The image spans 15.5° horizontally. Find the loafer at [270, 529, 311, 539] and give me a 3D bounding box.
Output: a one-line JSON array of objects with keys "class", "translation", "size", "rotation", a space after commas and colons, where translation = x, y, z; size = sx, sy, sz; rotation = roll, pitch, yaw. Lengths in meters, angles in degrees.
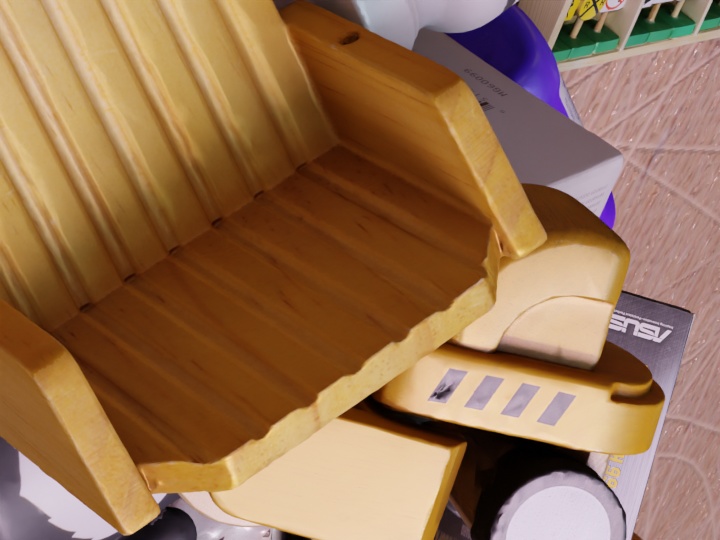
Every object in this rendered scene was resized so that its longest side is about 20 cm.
[{"class": "loafer", "translation": [-0.011, 0.094, 1.390], "size": [0.070, 0.070, 0.200], "rotation": [-36, 150, -37]}]

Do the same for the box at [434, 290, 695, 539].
[{"class": "box", "translation": [0.085, 0.084, 1.250], "size": [0.200, 0.048, 0.159], "rotation": [-175, -80, -78]}]

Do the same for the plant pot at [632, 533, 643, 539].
[{"class": "plant pot", "translation": [0.075, 0.256, 1.539], "size": [0.183, 0.200, 0.201], "rotation": [-7, 133, -28]}]

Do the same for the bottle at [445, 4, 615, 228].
[{"class": "bottle", "translation": [0.081, -0.053, 1.306], "size": [0.065, 0.084, 0.200], "rotation": [-34, 143, -2]}]

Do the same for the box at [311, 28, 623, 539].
[{"class": "box", "translation": [0.000, 0.000, 1.199], "size": [0.106, 0.152, 0.200], "rotation": [-23, 143, -51]}]

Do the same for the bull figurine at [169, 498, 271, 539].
[{"class": "bull figurine", "translation": [-0.112, 0.186, 1.353], "size": [0.200, 0.065, 0.121], "rotation": [-41, 137, 9]}]

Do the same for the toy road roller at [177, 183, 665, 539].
[{"class": "toy road roller", "translation": [0.023, 0.033, 1.045], "size": [0.199, 0.123, 0.146], "rotation": [13, 101, -16]}]

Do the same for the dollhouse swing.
[{"class": "dollhouse swing", "translation": [-0.072, -0.054, 0.964], "size": [0.200, 0.182, 0.176], "rotation": [-33, 126, -22]}]

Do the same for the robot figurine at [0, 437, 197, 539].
[{"class": "robot figurine", "translation": [-0.137, 0.064, 1.126], "size": [0.200, 0.125, 0.151], "rotation": [-32, 150, -27]}]

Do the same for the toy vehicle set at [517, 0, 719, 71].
[{"class": "toy vehicle set", "translation": [0.165, -0.170, 1.356], "size": [0.200, 0.027, 0.125], "rotation": [-16, 138, -44]}]

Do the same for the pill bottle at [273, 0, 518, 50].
[{"class": "pill bottle", "translation": [0.049, -0.172, 1.107], "size": [0.200, 0.116, 0.116], "rotation": [-38, 149, -18]}]
